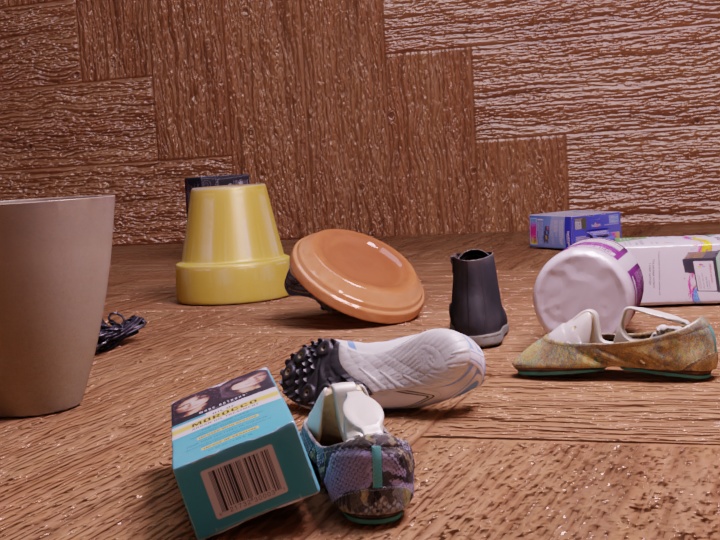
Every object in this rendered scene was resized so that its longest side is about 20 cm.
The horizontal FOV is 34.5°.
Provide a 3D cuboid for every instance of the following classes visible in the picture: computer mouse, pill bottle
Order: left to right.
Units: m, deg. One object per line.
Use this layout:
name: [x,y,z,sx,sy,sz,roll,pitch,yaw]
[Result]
computer mouse: [-0.393,0.080,1.518,0.197,0.054,0.138,9,9,13]
pill bottle: [0.269,0.021,1.344,0.111,0.114,0.200,-2,6,19]

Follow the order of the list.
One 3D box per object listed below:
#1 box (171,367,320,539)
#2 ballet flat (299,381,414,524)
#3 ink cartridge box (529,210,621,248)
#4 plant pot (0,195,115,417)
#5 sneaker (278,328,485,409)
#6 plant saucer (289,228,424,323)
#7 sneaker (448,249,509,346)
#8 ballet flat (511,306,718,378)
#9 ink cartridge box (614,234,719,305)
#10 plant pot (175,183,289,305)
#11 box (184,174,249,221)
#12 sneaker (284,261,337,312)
box: [-0.084,0.118,0.793,0.081,0.050,0.200,-21,8,-8]
ballet flat: [-0.004,0.113,0.797,0.071,0.073,0.200,-4,5,-11]
ink cartridge box: [0.477,-0.089,2.536,0.135,0.078,0.199,-7,5,-24]
plant pot: [-0.324,0.033,1.128,0.184,0.203,0.187,-4,5,0]
sneaker: [0.018,0.096,1.040,0.197,0.073,0.073,-8,-31,26]
plant saucer: [0.000,0.000,1.605,0.198,0.038,0.201,18,28,-9]
sneaker: [0.144,0.025,1.409,0.074,0.108,0.200,-3,6,2]
ballet flat: [0.243,0.068,1.120,0.197,0.072,0.071,-1,6,25]
ink cartridge box: [0.456,-0.003,1.611,0.197,0.085,0.145,-2,6,10]
plant pot: [-0.217,-0.048,1.968,0.198,0.192,0.201,-3,6,0]
box: [-0.335,-0.124,2.758,0.131,0.203,0.114,-6,7,-30]
sneaker: [-0.022,0.021,1.701,0.198,0.078,0.085,16,-45,-22]
